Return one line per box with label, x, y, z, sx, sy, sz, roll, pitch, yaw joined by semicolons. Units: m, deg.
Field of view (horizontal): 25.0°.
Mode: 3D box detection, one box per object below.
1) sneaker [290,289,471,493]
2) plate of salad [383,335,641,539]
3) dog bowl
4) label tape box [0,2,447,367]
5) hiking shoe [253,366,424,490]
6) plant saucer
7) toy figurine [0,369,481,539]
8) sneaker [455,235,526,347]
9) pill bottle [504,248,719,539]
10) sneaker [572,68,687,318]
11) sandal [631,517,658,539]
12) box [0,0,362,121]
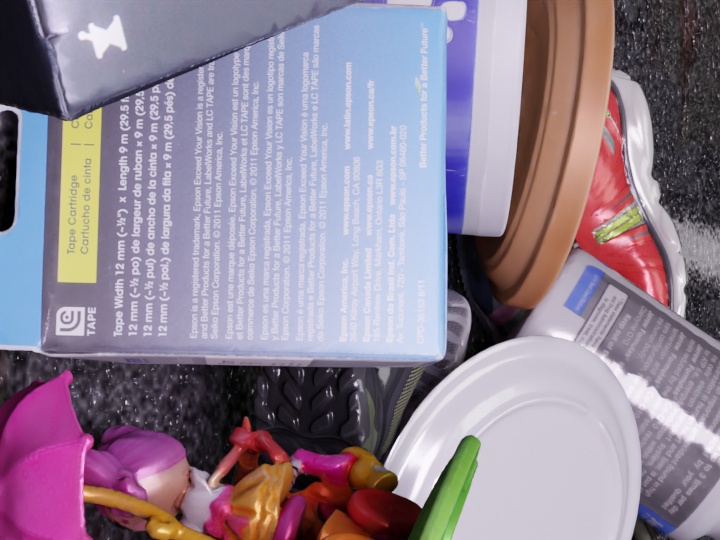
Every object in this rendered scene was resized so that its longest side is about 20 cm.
sneaker;0.007;0.095;0.885;0.082;0.074;0.201;74;36;-52
plate of salad;0.073;0.130;0.856;0.199;0.048;0.202;-10;107;-36
dog bowl;0.041;-0.120;0.845;0.200;0.078;0.202;3;90;-88
label tape box;-0.065;-0.035;0.663;0.066;0.198;0.144;121;-30;-84
hiking shoe;0.000;0.000;0.762;0.101;0.075;0.202;-1;104;-71
plant saucer;0.098;-0.079;0.922;0.200;0.032;0.202;-170;-90;-83
toy figurine;-0.059;0.096;0.643;0.200;0.183;0.151;-42;152;-73
sneaker;0.122;0.023;1.066;0.070;0.082;0.201;-60;139;-43
pill bottle;0.177;0.087;0.955;0.114;0.199;0.114;-55;176;-6
sneaker;0.146;-0.028;1.032;0.084;0.077;0.202;-11;84;-27
sandal;0.149;0.172;1.004;0.201;0.057;0.080;-67;177;-63
box;-0.113;-0.164;0.491;0.117;0.199;0.198;-25;114;-32
